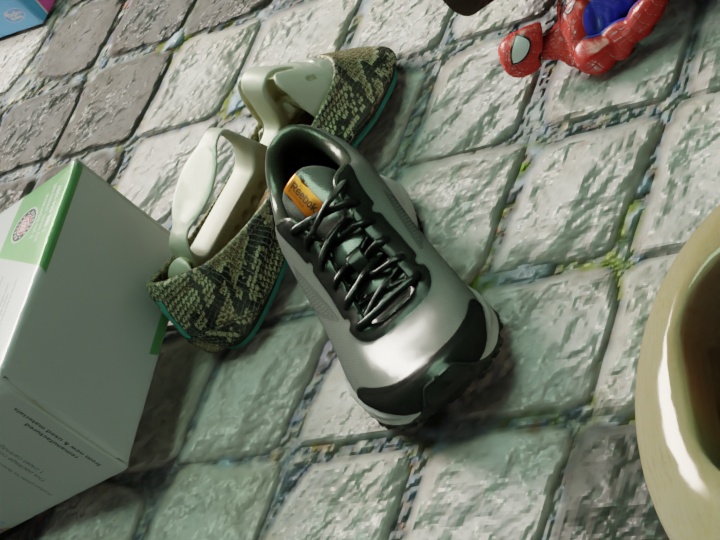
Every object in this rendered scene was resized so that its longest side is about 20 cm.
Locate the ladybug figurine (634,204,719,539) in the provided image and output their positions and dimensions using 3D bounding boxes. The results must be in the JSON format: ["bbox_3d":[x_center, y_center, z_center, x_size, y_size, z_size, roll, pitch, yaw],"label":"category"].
[{"bbox_3d":[0.162,0.047,0.623,0.135,0.072,0.201,-26,38,26],"label":"ladybug figurine"}]

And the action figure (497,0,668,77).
[{"bbox_3d":[0.148,-0.150,0.872,0.200,0.052,0.066,-35,38,20],"label":"action figure"}]

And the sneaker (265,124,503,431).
[{"bbox_3d":[0.000,0.000,0.845,0.074,0.079,0.200,-40,35,5],"label":"sneaker"}]

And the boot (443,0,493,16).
[{"bbox_3d":[0.105,-0.205,0.888,0.146,0.070,0.200,-47,0,-25],"label":"boot"}]

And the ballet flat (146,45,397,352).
[{"bbox_3d":[-0.047,-0.055,0.957,0.068,0.075,0.201,-1,54,51],"label":"ballet flat"}]

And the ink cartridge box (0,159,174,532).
[{"bbox_3d":[-0.194,0.056,0.972,0.199,0.087,0.146,-28,36,36],"label":"ink cartridge box"}]

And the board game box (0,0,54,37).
[{"bbox_3d":[-0.263,-0.259,1.440,0.152,0.040,0.201,-11,47,41],"label":"board game box"}]
